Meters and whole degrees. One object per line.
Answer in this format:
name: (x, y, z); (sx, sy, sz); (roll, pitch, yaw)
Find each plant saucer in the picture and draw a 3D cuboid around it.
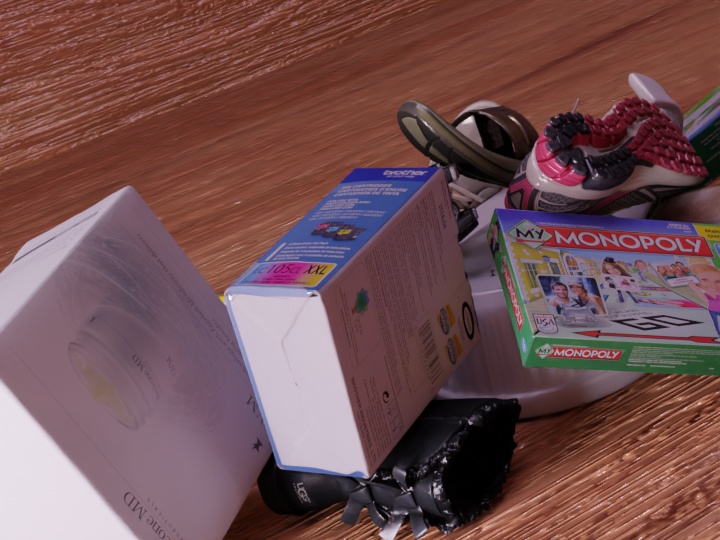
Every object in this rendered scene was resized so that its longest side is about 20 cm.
plant saucer: (0.312, -0.048, 1.091); (0.199, 0.037, 0.200); (-6, -5, 0)

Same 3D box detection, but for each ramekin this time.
ramekin: (0.135, 0.027, 1.070); (0.201, 0.095, 0.202); (-16, 17, 5)

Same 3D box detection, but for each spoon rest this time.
spoon rest: (0.213, -0.069, 1.171); (0.060, 0.201, 0.100); (0, 42, -29)

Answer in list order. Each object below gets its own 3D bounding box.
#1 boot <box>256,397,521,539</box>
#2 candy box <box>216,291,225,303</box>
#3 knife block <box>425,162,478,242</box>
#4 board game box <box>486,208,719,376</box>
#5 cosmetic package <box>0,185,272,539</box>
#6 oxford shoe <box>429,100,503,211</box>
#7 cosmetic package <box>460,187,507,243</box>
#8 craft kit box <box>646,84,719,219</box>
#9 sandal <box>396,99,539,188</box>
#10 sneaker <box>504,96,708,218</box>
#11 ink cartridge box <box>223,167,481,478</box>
boot: (0.037, 0.105, 0.964); (0.162, 0.074, 0.198); (-7, 27, 39)
candy box: (-0.086, 0.026, 1.334); (0.102, 0.027, 0.200); (-4, 4, 33)
knife block: (0.000, 0.000, 1.070); (0.200, 0.064, 0.175); (-40, 2, -36)
board game box: (0.194, 0.015, 0.944); (0.199, 0.029, 0.135); (3, 39, -11)
cosmetic package: (-0.170, 0.090, 0.914); (0.123, 0.200, 0.200); (-24, 22, 34)
oxford shoe: (0.086, -0.058, 1.281); (0.075, 0.201, 0.058); (24, 13, -9)
cosmetic package: (0.116, -0.012, 1.236); (0.050, 0.083, 0.200); (-2, 22, 42)
craft kit box: (0.291, -0.104, 1.262); (0.200, 0.049, 0.198); (-42, 4, 34)
sandal: (0.116, -0.095, 1.094); (0.200, 0.058, 0.080); (19, -1, -24)
sneaker: (0.182, -0.078, 1.044); (0.199, 0.081, 0.075); (-8, -34, -43)
ink cartridge box: (0.009, 0.021, 0.914); (0.076, 0.137, 0.200); (4, 32, 33)
